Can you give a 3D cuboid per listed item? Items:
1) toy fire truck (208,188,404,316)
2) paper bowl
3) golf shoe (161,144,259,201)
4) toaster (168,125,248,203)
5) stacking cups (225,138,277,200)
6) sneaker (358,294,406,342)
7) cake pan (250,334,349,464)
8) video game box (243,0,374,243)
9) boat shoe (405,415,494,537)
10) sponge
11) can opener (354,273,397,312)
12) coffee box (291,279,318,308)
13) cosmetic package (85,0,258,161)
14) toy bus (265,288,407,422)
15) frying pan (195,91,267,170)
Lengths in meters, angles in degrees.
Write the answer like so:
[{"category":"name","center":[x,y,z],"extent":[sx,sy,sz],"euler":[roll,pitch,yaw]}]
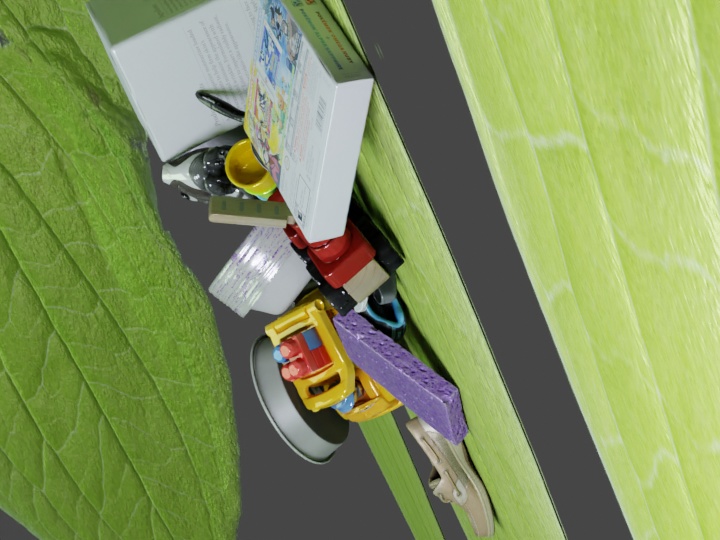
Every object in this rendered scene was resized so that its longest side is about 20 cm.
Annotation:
[{"category":"toy fire truck","center":[-0.073,-0.057,1.550],"extent":[0.200,0.129,0.176],"euler":[47,-176,-33]},{"category":"paper bowl","center":[-0.108,-0.022,1.858],"extent":[0.104,0.201,0.201],"euler":[38,174,-2]},{"category":"golf shoe","center":[-0.172,-0.120,1.683],"extent":[0.200,0.094,0.078],"euler":[12,-103,-69]},{"category":"toaster","center":[-0.158,-0.180,1.850],"extent":[0.129,0.200,0.114],"euler":[48,-178,-24]},{"category":"stacking cups","center":[-0.103,-0.110,1.666],"extent":[0.061,0.060,0.200],"euler":[62,-170,14]},{"category":"sneaker","center":[0.000,0.000,1.739],"extent":[0.200,0.073,0.082],"euler":[54,167,6]},{"category":"cake pan","center":[-0.080,0.172,1.910],"extent":[0.200,0.037,0.201],"euler":[49,-158,-28]},{"category":"video game box","center":[-0.056,-0.160,1.329],"extent":[0.182,0.047,0.201],"euler":[57,150,35]},{"category":"boat shoe","center":[0.120,0.274,1.820],"extent":[0.201,0.064,0.071],"euler":[66,174,-13]},{"category":"sponge","center":[0.051,0.131,1.704],"extent":[0.200,0.030,0.112],"euler":[36,160,32]},{"category":"can opener","center":[-0.013,-0.040,1.694],"extent":[0.053,0.066,0.201],"euler":[120,134,-60]},{"category":"coffee box","center":[-0.041,0.050,2.019],"extent":[0.201,0.113,0.080],"euler":[65,176,-12]},{"category":"cosmetic package","center":[-0.199,-0.270,1.652],"extent":[0.165,0.199,0.165],"euler":[55,169,53]},{"category":"toy bus","center":[-0.038,0.126,1.852],"extent":[0.192,0.135,0.201],"euler":[-28,-89,-57]},{"category":"frying pan","center":[-0.091,-0.167,1.574],"extent":[0.190,0.115,0.031],"euler":[48,139,24]}]
